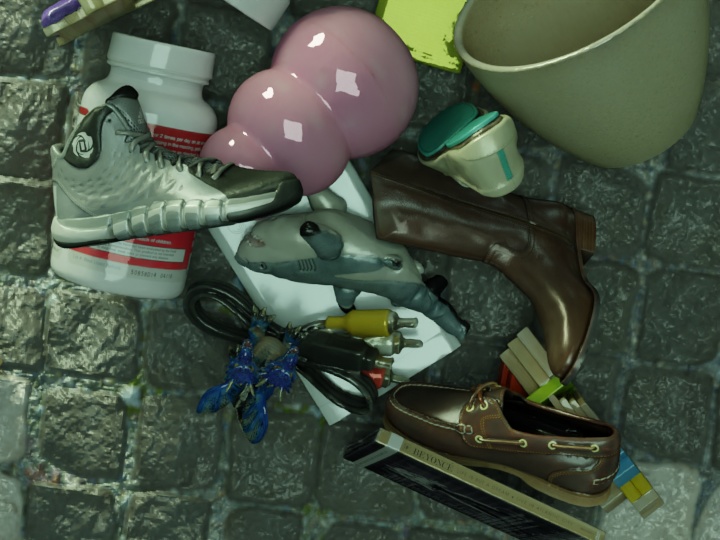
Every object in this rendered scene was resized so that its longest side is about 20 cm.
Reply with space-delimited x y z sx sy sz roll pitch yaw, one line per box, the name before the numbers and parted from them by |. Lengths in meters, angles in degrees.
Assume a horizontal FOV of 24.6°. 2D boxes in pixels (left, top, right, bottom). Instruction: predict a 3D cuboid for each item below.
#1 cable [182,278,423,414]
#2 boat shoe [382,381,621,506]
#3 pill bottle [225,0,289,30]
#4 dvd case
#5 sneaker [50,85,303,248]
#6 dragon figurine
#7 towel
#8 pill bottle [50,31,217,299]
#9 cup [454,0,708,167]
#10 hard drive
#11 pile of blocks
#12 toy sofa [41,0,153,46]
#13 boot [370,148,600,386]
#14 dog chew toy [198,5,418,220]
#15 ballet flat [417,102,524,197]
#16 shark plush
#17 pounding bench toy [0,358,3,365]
cable | -0.049 0.059 1.375 0.199 0.050 0.098 15 126 11
boat shoe | 0.114 0.123 1.329 0.199 0.070 0.071 15 128 15
pill bottle | -0.056 -0.300 1.308 0.113 0.113 0.201 33 95 -5
dvd case | 0.089 0.183 1.359 0.199 0.149 0.016 25 75 -5
sneaker | -0.146 -0.085 1.232 0.199 0.075 0.116 -8 91 12
dragon figurine | -0.092 0.098 1.322 0.059 0.100 0.200 29 137 -3
towel | 0.072 -0.271 1.366 0.086 0.018 0.201 17 97 0
pill bottle | -0.178 -0.085 1.333 0.112 0.112 0.201 12 97 -3
cup | 0.194 -0.167 1.301 0.200 0.200 0.144 -31 121 2
hard drive | -0.022 0.012 1.393 0.131 0.026 0.201 -31 98 2
pile of blocks | 0.175 0.141 1.387 0.062 0.082 0.200 -38 97 4
toy sofa | -0.212 -0.234 1.270 0.097 0.200 0.083 -26 98 -3
boot | 0.090 -0.007 1.325 0.199 0.187 0.064 19 133 -12
dog chew toy | -0.048 -0.117 1.311 0.200 0.124 0.125 -44 97 -14
ballet flat | 0.090 -0.090 1.296 0.069 0.200 0.070 -1 99 -5
shark plush | 0.000 0.000 1.366 0.199 0.091 0.083 22 117 -25
pounding bench toy | -0.398 0.093 1.305 0.156 0.200 0.124 -40 97 3
